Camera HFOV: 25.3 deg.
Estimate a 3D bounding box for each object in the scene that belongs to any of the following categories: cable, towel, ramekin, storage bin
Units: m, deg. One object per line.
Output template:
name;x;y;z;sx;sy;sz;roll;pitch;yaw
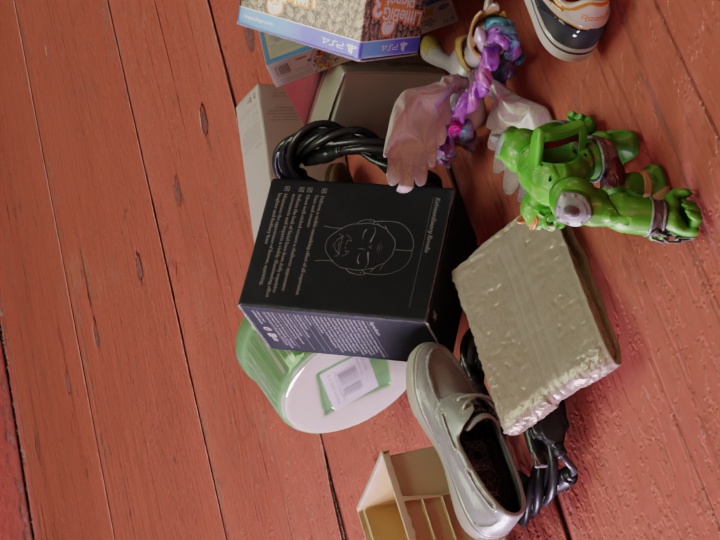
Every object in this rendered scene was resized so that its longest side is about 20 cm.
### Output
cable;0.147;0.140;1.541;0.163;0.051;0.200;114;142;-52
cable;0.010;-0.095;1.676;0.163;0.200;0.051;76;-150;-51
towel;0.158;0.041;1.462;0.133;0.034;0.200;-39;46;28
ramekin;-0.027;0.086;1.746;0.098;0.200;0.200;57;142;36
storage bin;0.078;0.291;1.585;0.200;0.094;0.199;108;148;-65

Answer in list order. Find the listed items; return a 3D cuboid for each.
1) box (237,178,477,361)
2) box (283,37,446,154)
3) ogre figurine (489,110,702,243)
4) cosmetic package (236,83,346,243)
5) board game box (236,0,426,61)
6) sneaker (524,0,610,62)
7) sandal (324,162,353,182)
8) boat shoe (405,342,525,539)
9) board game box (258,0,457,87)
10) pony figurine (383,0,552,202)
box;0.000;0.000;1.607;0.107;0.200;0.149;59;-139;-58
box;-0.009;-0.227;1.754;0.200;0.128;0.109;61;144;43
ogre figurine;0.189;-0.083;1.354;0.098;0.120;0.200;115;144;-44
cosmetic package;-0.079;-0.119;1.937;0.085;0.107;0.200;149;118;-62
board game box;-0.019;-0.319;1.539;0.159;0.097;0.200;21;112;33
sneaker;0.168;-0.288;1.434;0.200;0.078;0.079;62;151;23
sandal;-0.004;-0.060;1.823;0.200;0.054;0.080;-97;-11;-62
boat shoe;0.105;0.149;1.486;0.072;0.070;0.201;-47;56;49
board game box;-0.010;-0.278;1.669;0.034;0.200;0.135;64;-171;-48
pony figurine;0.100;-0.160;1.534;0.200;0.166;0.193;162;113;-80
